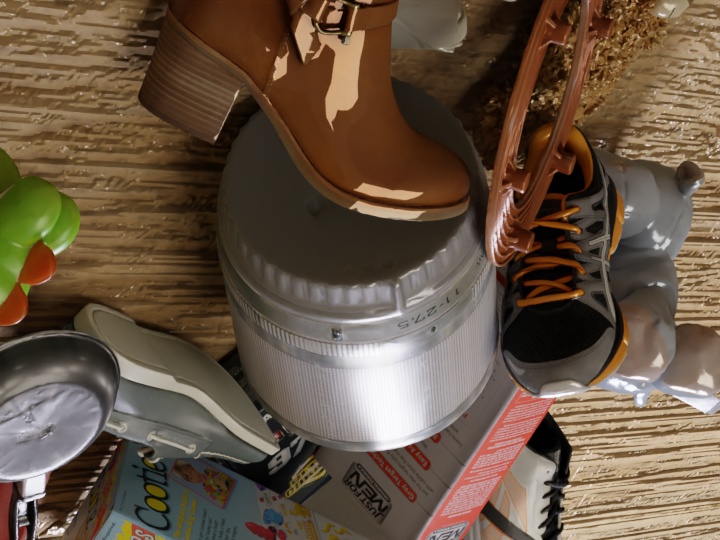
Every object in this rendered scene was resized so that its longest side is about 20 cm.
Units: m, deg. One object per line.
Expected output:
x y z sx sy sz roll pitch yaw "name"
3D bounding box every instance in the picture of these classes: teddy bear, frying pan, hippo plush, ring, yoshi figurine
0.144 -0.136 1.677 0.200 0.067 0.145 -48 156 11 "teddy bear"
-0.201 0.107 1.529 0.115 0.031 0.190 1 131 -37 "frying pan"
0.191 0.000 1.818 0.200 0.159 0.161 17 81 -39 "hippo plush"
0.111 -0.097 1.518 0.200 0.019 0.201 18 90 -79 "ring"
-0.234 0.004 1.357 0.200 0.112 0.112 -34 -176 7 "yoshi figurine"

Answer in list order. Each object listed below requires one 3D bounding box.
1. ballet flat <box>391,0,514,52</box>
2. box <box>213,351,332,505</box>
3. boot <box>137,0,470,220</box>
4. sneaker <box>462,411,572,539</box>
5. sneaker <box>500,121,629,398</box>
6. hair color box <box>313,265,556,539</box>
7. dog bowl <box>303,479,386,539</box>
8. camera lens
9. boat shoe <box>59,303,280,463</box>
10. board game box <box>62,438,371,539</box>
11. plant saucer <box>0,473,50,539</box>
0.051 -0.168 1.501 0.200 0.068 0.068 -37 153 -12 "ballet flat"
-0.014 0.066 1.781 0.200 0.046 0.159 -41 154 -5 "box"
-0.001 -0.119 1.412 0.200 0.074 0.155 21 111 -22 "boot"
0.109 0.154 1.820 0.074 0.080 0.200 -47 123 -54 "sneaker"
0.116 -0.006 1.621 0.078 0.200 0.077 -9 134 13 "sneaker"
0.061 0.079 1.737 0.061 0.102 0.200 -9 139 -50 "hair color box"
-0.004 0.234 1.870 0.200 0.200 0.079 -23 146 -35 "dog bowl"
0.000 0.000 1.576 0.160 0.160 0.200 -35 152 -16 "camera lens"
-0.122 0.079 1.619 0.062 0.073 0.200 -43 144 11 "boat shoe"
-0.084 0.201 1.696 0.103 0.200 0.105 -57 -167 26 "board game box"
-0.292 0.190 1.595 0.199 0.037 0.200 -18 145 -41 "plant saucer"
